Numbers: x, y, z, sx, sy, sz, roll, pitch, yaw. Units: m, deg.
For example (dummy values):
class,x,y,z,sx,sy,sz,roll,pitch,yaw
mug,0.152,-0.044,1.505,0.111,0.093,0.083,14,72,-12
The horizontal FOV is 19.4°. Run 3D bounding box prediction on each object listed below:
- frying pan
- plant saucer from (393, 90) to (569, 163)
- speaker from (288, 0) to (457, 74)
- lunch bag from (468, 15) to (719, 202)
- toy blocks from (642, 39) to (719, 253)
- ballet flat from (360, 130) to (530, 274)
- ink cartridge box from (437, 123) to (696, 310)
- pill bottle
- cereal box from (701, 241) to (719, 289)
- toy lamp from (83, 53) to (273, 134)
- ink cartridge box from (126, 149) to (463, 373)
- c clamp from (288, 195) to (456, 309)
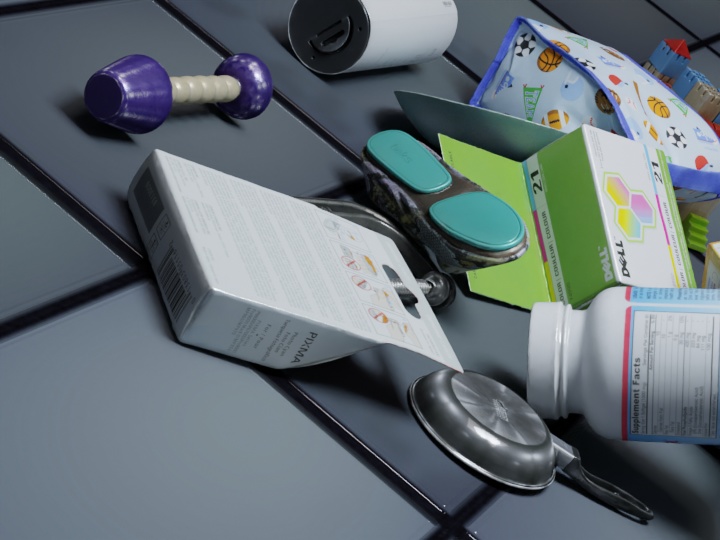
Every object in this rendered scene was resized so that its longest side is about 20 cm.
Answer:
class,x,y,z,sx,sy,sz,roll,pitch,yaw
frying pan,0.116,0.124,1.409,0.190,0.031,0.115,34,22,4
plant saucer,0.120,-0.110,1.802,0.201,0.039,0.201,15,2,-1
speaker,0.014,-0.219,1.881,0.081,0.081,0.200,41,23,14
lunch bag,0.229,-0.130,1.956,0.170,0.124,0.200,7,26,-48
toy blocks,0.313,-0.134,2.063,0.100,0.137,0.200,18,28,-36
ballet flat,0.066,-0.038,1.589,0.072,0.072,0.200,17,18,-38
ink cartridge box,0.166,-0.039,1.672,0.200,0.076,0.148,15,55,-42
pill bottle,0.219,0.066,1.465,0.200,0.109,0.109,2,20,10
cereal box,0.312,0.089,1.610,0.039,0.144,0.200,-8,38,-14
toy lamp,-0.131,-0.129,1.521,0.058,0.058,0.200,42,24,16
ink cartridge box,-0.045,0.008,1.377,0.200,0.047,0.160,20,26,-32
c clamp,0.000,0.000,1.497,0.171,0.027,0.200,40,23,25
